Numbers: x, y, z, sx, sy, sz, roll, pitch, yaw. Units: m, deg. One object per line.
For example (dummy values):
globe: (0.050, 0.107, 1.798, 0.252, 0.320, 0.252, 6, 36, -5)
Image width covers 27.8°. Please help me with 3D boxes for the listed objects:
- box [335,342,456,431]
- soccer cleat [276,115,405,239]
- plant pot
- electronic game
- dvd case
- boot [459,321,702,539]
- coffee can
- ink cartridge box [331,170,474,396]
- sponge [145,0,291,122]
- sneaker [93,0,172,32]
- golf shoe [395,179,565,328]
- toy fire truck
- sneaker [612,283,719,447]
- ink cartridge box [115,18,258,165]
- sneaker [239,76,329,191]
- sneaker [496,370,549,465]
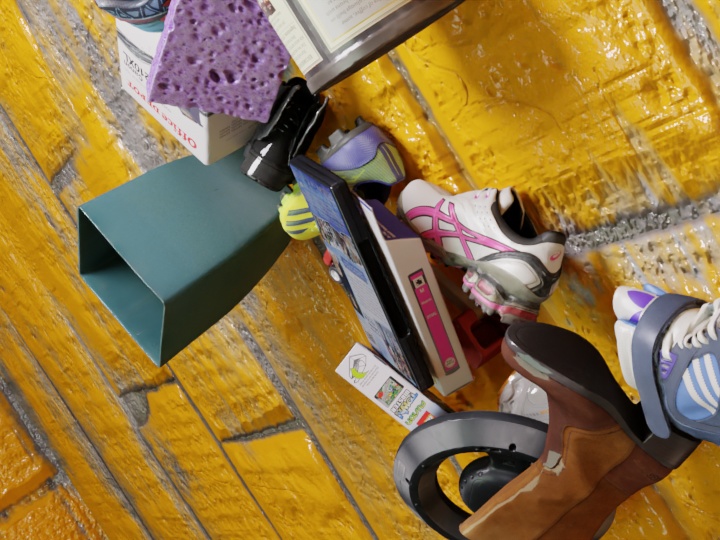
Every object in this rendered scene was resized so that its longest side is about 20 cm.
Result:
box: (0.043, 0.121, 1.397, 0.110, 0.035, 0.200, 38, 180, 12)
soccer cleat: (-0.019, -0.065, 1.356, 0.084, 0.065, 0.200, 51, 148, 6)
plant pot: (-0.170, -0.031, 1.513, 0.141, 0.200, 0.141, 47, 152, 17)
electronic game: (0.127, 0.193, 1.289, 0.200, 0.042, 0.200, 10, 137, 9)
dvd case: (0.000, 0.000, 1.266, 0.200, 0.018, 0.143, 66, 170, -19)
boot: (0.146, 0.149, 1.190, 0.188, 0.069, 0.200, 28, 123, -20)
coffee can: (-0.026, -0.252, 1.068, 0.200, 0.146, 0.146, 58, 154, -5)
ink cartridge box: (0.036, 0.007, 1.246, 0.095, 0.037, 0.200, 46, 164, 58)
sponge: (-0.104, -0.217, 1.229, 0.030, 0.111, 0.200, -99, 25, -44)
sneaker: (-0.145, -0.266, 1.229, 0.200, 0.096, 0.079, -33, 73, 27)
golf shoe: (0.103, -0.034, 1.214, 0.200, 0.073, 0.092, 44, 112, 47)
toy fire truck: (0.051, 0.020, 1.370, 0.200, 0.049, 0.141, 50, 153, 13)
sneaker: (0.238, 0.044, 1.041, 0.146, 0.081, 0.200, 36, 154, 27)
ink cartridge box: (-0.163, -0.222, 1.406, 0.145, 0.084, 0.200, 43, 151, 25)
sneaker: (-0.067, -0.134, 1.372, 0.060, 0.104, 0.200, 28, -170, -5)
sneaker: (0.176, 0.171, 1.312, 0.092, 0.076, 0.200, 29, 146, 34)
